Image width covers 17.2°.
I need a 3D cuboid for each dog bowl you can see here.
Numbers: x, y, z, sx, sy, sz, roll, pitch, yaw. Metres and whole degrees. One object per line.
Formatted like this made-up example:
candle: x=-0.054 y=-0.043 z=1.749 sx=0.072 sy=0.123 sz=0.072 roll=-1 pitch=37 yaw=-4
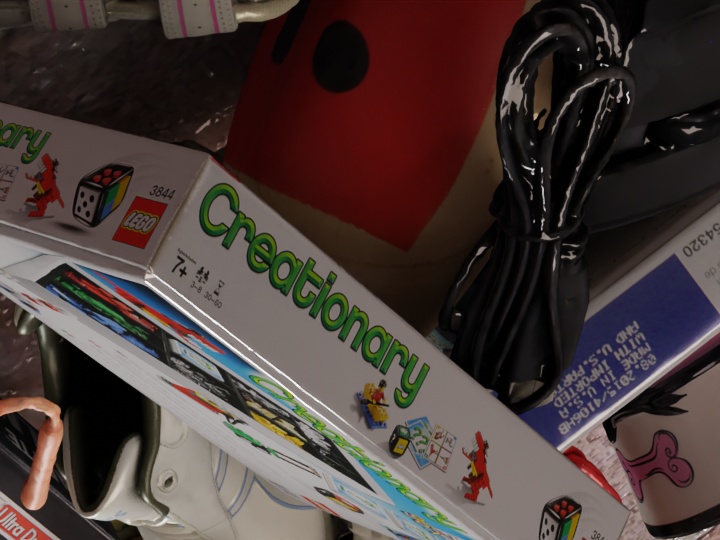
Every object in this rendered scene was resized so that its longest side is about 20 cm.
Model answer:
dog bowl: x=0.167 y=0.011 z=0.908 sx=0.200 sy=0.074 sz=0.200 roll=-39 pitch=-178 yaw=2

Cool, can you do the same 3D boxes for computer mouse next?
computer mouse: x=0.097 y=-0.053 z=0.656 sx=0.200 sy=0.052 sz=0.139 roll=-47 pitch=155 yaw=-38

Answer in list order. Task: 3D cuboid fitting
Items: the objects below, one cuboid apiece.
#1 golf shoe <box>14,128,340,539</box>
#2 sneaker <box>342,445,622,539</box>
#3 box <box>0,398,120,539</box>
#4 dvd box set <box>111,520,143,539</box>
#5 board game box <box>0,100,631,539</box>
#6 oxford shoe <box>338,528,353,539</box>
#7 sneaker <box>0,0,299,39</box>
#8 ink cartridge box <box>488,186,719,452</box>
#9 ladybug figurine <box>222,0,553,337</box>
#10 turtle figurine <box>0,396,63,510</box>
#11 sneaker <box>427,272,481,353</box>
golf shoe: x=-0.067 y=0.057 z=0.751 sx=0.097 sy=0.078 sz=0.201 roll=-58 pitch=141 yaw=-46
sneaker: x=0.055 y=0.086 z=0.856 sx=0.200 sy=0.084 sz=0.078 roll=-22 pitch=114 yaw=-71
box: x=-0.202 y=0.089 z=0.715 sx=0.198 sy=0.050 sz=0.200 roll=-37 pitch=137 yaw=3
dvd box set: x=-0.111 y=0.119 z=0.884 sx=0.199 sy=0.029 sz=0.147 roll=-21 pitch=144 yaw=-25
board game box: x=-0.028 y=0.022 z=0.633 sx=0.200 sy=0.126 sz=0.035 roll=41 pitch=72 yaw=-44
oxford shoe: x=-0.047 y=0.150 z=0.899 sx=0.199 sy=0.071 sz=0.073 roll=-32 pitch=145 yaw=-30
sneaker: x=-0.058 y=-0.101 z=0.610 sx=0.199 sy=0.088 sz=0.082 roll=-30 pitch=147 yaw=-12
ink cartridge box: x=0.120 y=-0.019 z=0.818 sx=0.196 sy=0.043 sz=0.200 roll=-39 pitch=-177 yaw=8
ladybug figurine: x=0.017 y=-0.071 z=0.692 sx=0.072 sy=0.136 sz=0.201 roll=23 pitch=93 yaw=-19
turtle figurine: x=-0.175 y=0.112 z=0.668 sx=0.160 sy=0.065 sz=0.201 roll=15 pitch=120 yaw=-36
sneaker: x=0.000 y=0.000 z=0.790 sx=0.200 sy=0.087 sz=0.077 roll=-47 pitch=146 yaw=20
